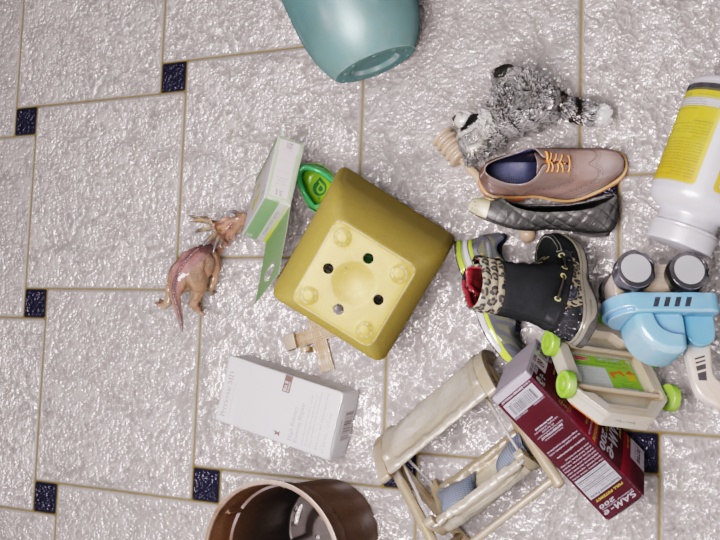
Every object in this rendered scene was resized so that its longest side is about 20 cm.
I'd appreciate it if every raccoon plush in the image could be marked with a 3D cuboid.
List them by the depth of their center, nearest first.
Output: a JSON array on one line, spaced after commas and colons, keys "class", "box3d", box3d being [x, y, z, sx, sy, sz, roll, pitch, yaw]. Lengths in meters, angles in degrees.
[{"class": "raccoon plush", "box3d": [0.221, -0.187, 1.074, 0.197, 0.097, 0.136, 18, 81, 23]}]

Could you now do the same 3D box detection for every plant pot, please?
[{"class": "plant pot", "box3d": [0.000, 0.000, 1.060, 0.193, 0.200, 0.197, 31, 99, -1]}, {"class": "plant pot", "box3d": [-0.077, 0.373, 1.101, 0.197, 0.198, 0.204, -2, 84, 23]}, {"class": "plant pot", "box3d": [-0.006, -0.366, 1.153, 0.198, 0.200, 0.163, -20, 90, 19]}]

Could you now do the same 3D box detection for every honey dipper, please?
[{"class": "honey dipper", "box3d": [0.174, -0.117, 1.132, 0.038, 0.038, 0.201, -42, 73, 13]}]

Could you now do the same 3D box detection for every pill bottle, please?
[{"class": "pill bottle", "box3d": [0.423, -0.125, 0.988, 0.111, 0.112, 0.203, 22, 93, 23]}]

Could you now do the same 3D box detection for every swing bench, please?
[{"class": "swing bench", "box3d": [0.139, 0.242, 1.061, 0.199, 0.129, 0.201, -42, 72, 15]}]

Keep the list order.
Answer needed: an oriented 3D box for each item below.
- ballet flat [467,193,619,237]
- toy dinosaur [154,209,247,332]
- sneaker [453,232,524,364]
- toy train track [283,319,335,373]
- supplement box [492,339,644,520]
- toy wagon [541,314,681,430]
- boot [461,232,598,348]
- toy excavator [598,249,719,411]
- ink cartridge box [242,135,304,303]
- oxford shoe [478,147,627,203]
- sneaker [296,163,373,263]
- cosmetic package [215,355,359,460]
[{"class": "ballet flat", "box3d": [0.239, -0.082, 1.066, 0.196, 0.067, 0.058, 5, 111, 1]}, {"class": "toy dinosaur", "box3d": [-0.252, -0.010, 1.240, 0.085, 0.201, 0.136, 25, 136, -2]}, {"class": "sneaker", "box3d": [0.193, 0.038, 1.092, 0.080, 0.074, 0.203, -24, 78, 14]}, {"class": "toy train track", "box3d": [-0.030, 0.081, 1.199, 0.197, 0.032, 0.117, -19, 78, 19]}, {"class": "supplement box", "box3d": [0.258, 0.191, 0.995, 0.200, 0.109, 0.061, 46, 115, 1]}, {"class": "toy wagon", "box3d": [0.301, 0.110, 1.009, 0.153, 0.201, 0.040, 9, 127, -14]}, {"class": "boot", "box3d": [0.203, 0.001, 1.006, 0.151, 0.205, 0.074, 15, 124, -10]}, {"class": "toy excavator", "box3d": [0.387, 0.089, 0.966, 0.191, 0.100, 0.203, 1, 71, 2]}, {"class": "ink cartridge box", "box3d": [-0.136, -0.072, 1.173, 0.047, 0.146, 0.203, 17, 66, -14]}, {"class": "oxford shoe", "box3d": [0.255, -0.129, 1.069, 0.197, 0.073, 0.073, -9, 78, 8]}, {"class": "sneaker", "box3d": [-0.029, -0.081, 1.186, 0.200, 0.083, 0.074, 43, 102, 16]}, {"class": "cosmetic package", "box3d": [-0.109, 0.199, 1.200, 0.197, 0.074, 0.103, 13, 89, 22]}]
